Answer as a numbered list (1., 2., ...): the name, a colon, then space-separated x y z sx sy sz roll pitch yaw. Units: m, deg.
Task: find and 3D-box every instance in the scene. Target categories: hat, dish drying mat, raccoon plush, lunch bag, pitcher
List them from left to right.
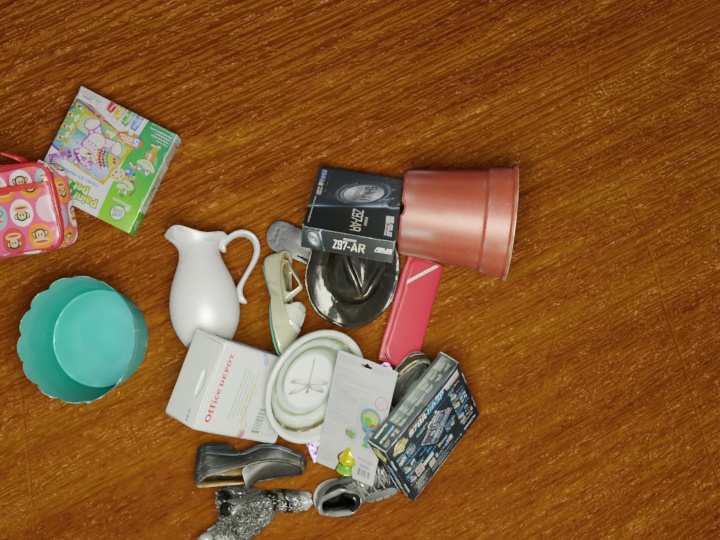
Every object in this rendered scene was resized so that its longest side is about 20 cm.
1. lunch bag: -0.600 -0.116 1.279 0.195 0.082 0.180 -8 98 6
2. pitcher: -0.252 0.025 1.299 0.168 0.121 0.205 -5 74 -16
3. raccoon plush: -0.183 0.456 1.279 0.195 0.097 0.137 5 93 -3
4. hat: 0.000 0.000 1.289 0.196 0.081 0.206 0 89 -23
5. dish drying mat: 0.092 0.075 1.339 0.075 0.018 0.204 20 78 -18

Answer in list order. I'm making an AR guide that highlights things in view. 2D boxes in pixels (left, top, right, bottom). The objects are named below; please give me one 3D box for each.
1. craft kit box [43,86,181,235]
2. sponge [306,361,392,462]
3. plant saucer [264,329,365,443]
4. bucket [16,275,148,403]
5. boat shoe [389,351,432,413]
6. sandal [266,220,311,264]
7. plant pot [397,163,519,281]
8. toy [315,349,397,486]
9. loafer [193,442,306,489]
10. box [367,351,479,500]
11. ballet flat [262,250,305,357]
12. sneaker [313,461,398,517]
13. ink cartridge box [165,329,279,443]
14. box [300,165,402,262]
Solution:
1. craft kit box: -0.456 -0.197 1.335 0.197 0.049 0.201 25 88 0
2. sponge: -0.018 0.252 1.329 0.196 0.030 0.114 -23 87 -5
3. plant saucer: -0.084 0.192 1.262 0.197 0.050 0.205 -13 114 -32
4. bucket: -0.465 0.117 1.263 0.202 0.135 0.213 0 85 -3
5. boat shoe: 0.056 0.230 1.285 0.071 0.061 0.203 35 88 -6
6. sandal: -0.077 -0.035 1.340 0.196 0.043 0.078 14 85 -2
7. plant pot: 0.166 -0.093 1.292 0.190 0.201 0.206 6 85 5
8. toy: -0.002 0.247 1.255 0.113 0.047 0.205 17 98 24
9. loafer: -0.191 0.349 1.281 0.195 0.073 0.074 -2 129 3
10. box: 0.113 0.266 1.256 0.046 0.160 0.200 24 62 42
11. ballet flat: -0.128 0.053 1.284 0.068 0.070 0.203 -12 60 -3
12. sneaker: 0.012 0.379 1.277 0.197 0.116 0.076 -25 87 -4
13. ink cartridge box: -0.208 0.196 1.237 0.083 0.199 0.147 16 83 37
14. box: -0.011 -0.101 1.280 0.156 0.202 0.044 10 128 1
